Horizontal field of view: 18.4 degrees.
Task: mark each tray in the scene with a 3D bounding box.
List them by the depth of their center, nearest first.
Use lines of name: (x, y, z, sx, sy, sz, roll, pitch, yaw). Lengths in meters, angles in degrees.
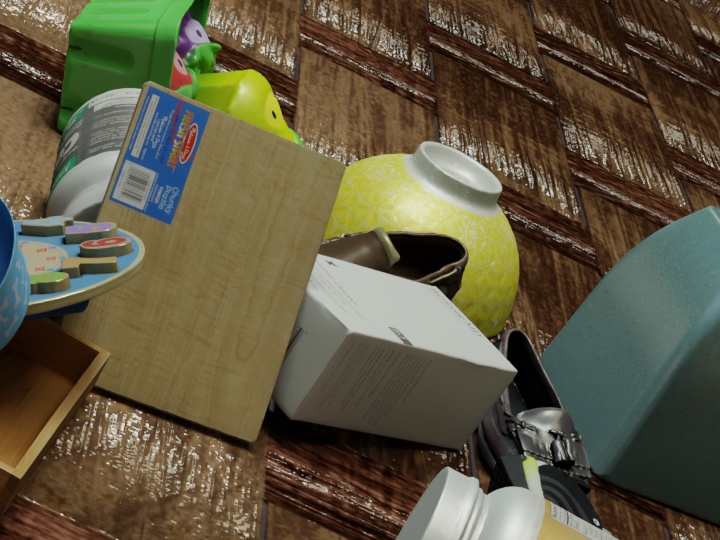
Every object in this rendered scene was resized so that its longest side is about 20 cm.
tray: (-0.222, 0.073, 1.309, 0.098, 0.037, 0.200, 29, 20, -2)

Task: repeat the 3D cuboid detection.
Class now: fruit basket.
fruit basket: (-0.136, -0.152, 1.840, 0.215, 0.156, 0.216, 9, 20, -4)

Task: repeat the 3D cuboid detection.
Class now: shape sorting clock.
shape sorting clock: (-0.230, -0.003, 1.346, 0.199, 0.039, 0.200, -8, 17, 2)

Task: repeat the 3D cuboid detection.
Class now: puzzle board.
puzzle board: (-0.107, -0.005, 1.459, 0.150, 0.200, 0.017, 22, -12, -19)

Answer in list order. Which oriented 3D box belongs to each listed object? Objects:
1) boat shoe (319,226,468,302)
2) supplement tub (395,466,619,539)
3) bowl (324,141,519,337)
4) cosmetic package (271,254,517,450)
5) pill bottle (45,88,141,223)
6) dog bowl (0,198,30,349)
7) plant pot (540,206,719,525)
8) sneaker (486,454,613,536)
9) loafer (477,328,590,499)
boat shoe: (-0.003, -0.005, 1.659, 0.202, 0.075, 0.075, -3, 51, -43)
supplement tub: (0.107, 0.213, 1.263, 0.200, 0.145, 0.145, 29, 20, -2)
bowl: (0.061, -0.043, 1.878, 0.200, 0.108, 0.200, 27, 20, -10)
cosmetic package: (0.005, 0.056, 1.574, 0.200, 0.081, 0.113, 12, 27, -51)
pill bottle: (-0.163, -0.045, 1.563, 0.113, 0.113, 0.200, 25, 19, -14)
dog bowl: (-0.273, 0.004, 1.244, 0.200, 0.112, 0.050, 7, -30, 23)
plant pot: (0.294, 0.069, 1.792, 0.196, 0.200, 0.196, 22, 22, -20)
sneaker: (0.135, 0.177, 1.475, 0.083, 0.072, 0.200, 13, 22, -7)
loafer: (0.126, 0.113, 1.653, 0.072, 0.063, 0.200, 19, 22, -26)
